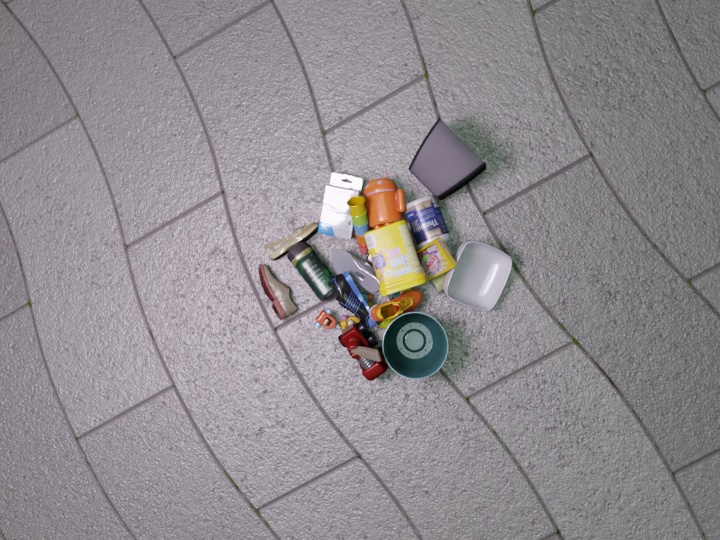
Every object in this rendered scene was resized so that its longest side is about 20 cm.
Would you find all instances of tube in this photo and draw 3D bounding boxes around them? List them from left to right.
[{"bbox_3d":[0.322,-0.004,1.743,0.199,0.058,0.052,-33,51,-2],"label":"tube"}]

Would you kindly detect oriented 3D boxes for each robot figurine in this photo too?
[{"bbox_3d":[0.071,-0.210,1.738,0.116,0.144,0.202,-8,86,-16],"label":"robot figurine"}]

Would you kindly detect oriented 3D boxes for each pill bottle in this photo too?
[{"bbox_3d":[0.222,-0.131,1.723,0.110,0.111,0.201,-21,86,4],"label":"pill bottle"}]

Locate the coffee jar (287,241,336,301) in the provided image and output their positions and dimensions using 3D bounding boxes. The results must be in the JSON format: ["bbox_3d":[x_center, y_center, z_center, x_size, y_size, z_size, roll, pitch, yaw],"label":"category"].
[{"bbox_3d":[-0.155,0.000,1.756,0.085,0.104,0.200,-39,86,-1],"label":"coffee jar"}]

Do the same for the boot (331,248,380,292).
[{"bbox_3d":[0.000,0.000,1.751,0.200,0.095,0.074,41,108,14],"label":"boot"}]

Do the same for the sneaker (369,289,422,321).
[{"bbox_3d":[0.123,0.114,1.670,0.199,0.077,0.073,-24,98,-31],"label":"sneaker"}]

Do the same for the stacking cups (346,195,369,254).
[{"bbox_3d":[0.007,-0.139,1.717,0.060,0.061,0.201,-12,128,4],"label":"stacking cups"}]

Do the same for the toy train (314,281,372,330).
[{"bbox_3d":[-0.048,0.132,1.741,0.150,0.056,0.200,42,90,-20],"label":"toy train"}]

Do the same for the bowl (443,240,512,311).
[{"bbox_3d":[0.362,0.011,1.697,0.199,0.075,0.201,20,97,-21],"label":"bowl"}]

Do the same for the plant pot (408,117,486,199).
[{"bbox_3d":[0.265,-0.333,1.694,0.200,0.200,0.177,45,102,5],"label":"plant pot"}]

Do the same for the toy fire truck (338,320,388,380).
[{"bbox_3d":[0.024,0.265,1.660,0.128,0.200,0.176,-34,107,12],"label":"toy fire truck"}]

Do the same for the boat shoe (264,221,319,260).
[{"bbox_3d":[-0.228,-0.109,1.785,0.200,0.073,0.063,-33,86,12],"label":"boat shoe"}]

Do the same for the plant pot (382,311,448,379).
[{"bbox_3d":[0.171,0.229,1.690,0.199,0.161,0.202,0,87,5],"label":"plant pot"}]

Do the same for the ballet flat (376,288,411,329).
[{"bbox_3d":[0.123,0.106,1.752,0.067,0.067,0.201,34,83,-17],"label":"ballet flat"}]

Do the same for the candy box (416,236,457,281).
[{"bbox_3d":[0.213,-0.024,1.687,0.026,0.200,0.103,-36,91,-33],"label":"candy box"}]

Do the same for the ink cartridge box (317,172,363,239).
[{"bbox_3d":[-0.065,-0.212,1.754,0.115,0.067,0.202,11,101,7],"label":"ink cartridge box"}]

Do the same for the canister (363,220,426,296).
[{"bbox_3d":[0.105,-0.038,1.646,0.148,0.087,0.201,-18,88,10],"label":"canister"}]

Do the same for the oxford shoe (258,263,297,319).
[{"bbox_3d":[-0.280,0.063,1.795,0.074,0.070,0.201,-24,84,-23],"label":"oxford shoe"}]

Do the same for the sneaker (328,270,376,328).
[{"bbox_3d":[-0.026,0.103,1.689,0.078,0.070,0.201,-31,91,-3],"label":"sneaker"}]

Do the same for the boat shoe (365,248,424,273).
[{"bbox_3d":[0.117,-0.026,1.735,0.199,0.093,0.075,28,97,7],"label":"boat shoe"}]
